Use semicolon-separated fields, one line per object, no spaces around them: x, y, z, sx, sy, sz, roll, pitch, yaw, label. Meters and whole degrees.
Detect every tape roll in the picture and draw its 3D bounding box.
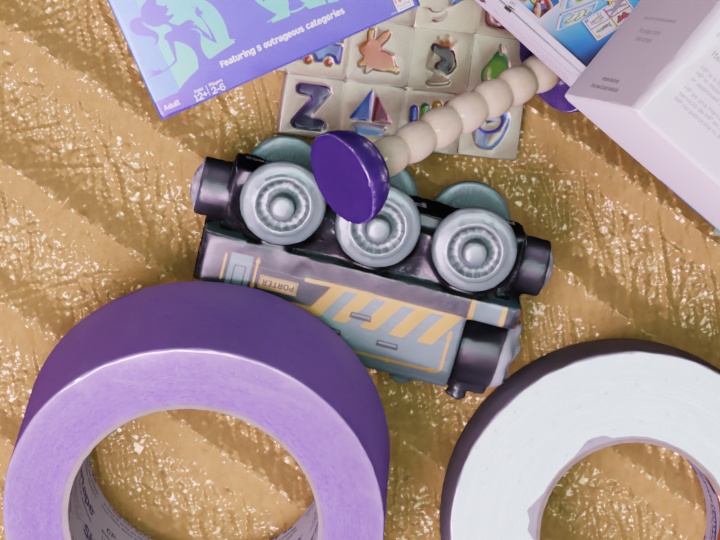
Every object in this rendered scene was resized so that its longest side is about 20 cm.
0.144;0.139;1.620;0.200;0.066;0.201;0;94;-2;tape roll
-0.085;0.113;1.565;0.200;0.085;0.200;1;114;3;tape roll

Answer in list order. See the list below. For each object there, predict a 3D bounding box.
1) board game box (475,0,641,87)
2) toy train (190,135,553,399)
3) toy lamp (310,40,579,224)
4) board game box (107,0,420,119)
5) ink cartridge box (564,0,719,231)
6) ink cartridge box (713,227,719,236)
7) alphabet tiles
0.157;-0.187;1.560;0.200;0.035;0.126;-38;57;-8;board game box
0.000;0.000;1.598;0.200;0.085;0.114;14;106;-6;toy train
0.064;-0.088;1.565;0.200;0.058;0.058;-28;96;-30;toy lamp
-0.077;-0.201;1.556;0.152;0.045;0.200;-24;103;1;board game box
0.229;-0.113;1.444;0.147;0.146;0.200;40;88;-11;ink cartridge box
0.265;-0.104;1.583;0.104;0.059;0.200;15;94;39;ink cartridge box
-0.002;-0.152;1.603;0.200;0.008;0.168;7;100;-7;alphabet tiles
